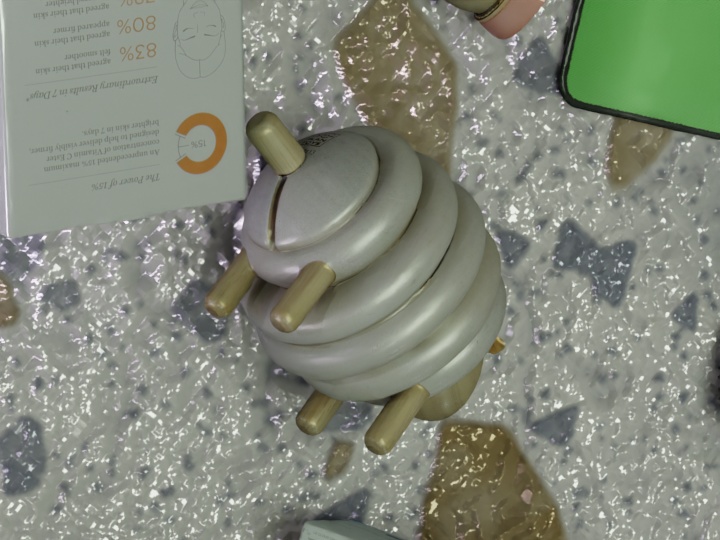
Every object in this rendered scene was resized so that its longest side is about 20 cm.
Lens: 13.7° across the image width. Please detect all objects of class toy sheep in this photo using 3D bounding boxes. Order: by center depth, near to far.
[{"bbox_3d":[0.000,0.000,1.455,0.138,0.138,0.200,-42,129,-11],"label":"toy sheep"}]

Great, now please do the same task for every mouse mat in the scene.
[{"bbox_3d":[0.205,-0.147,1.581,0.199,0.008,0.161,11,96,-25],"label":"mouse mat"}]

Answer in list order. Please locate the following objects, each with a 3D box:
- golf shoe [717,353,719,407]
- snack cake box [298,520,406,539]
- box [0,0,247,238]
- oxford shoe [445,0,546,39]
[{"bbox_3d":[0.269,0.013,1.590,0.078,0.094,0.200,39,87,-27],"label":"golf shoe"},{"bbox_3d":[0.004,0.237,1.501,0.067,0.115,0.201,11,97,-67],"label":"snack cake box"},{"bbox_3d":[-0.128,-0.129,1.373,0.124,0.097,0.201,-10,110,-29],"label":"box"},{"bbox_3d":[0.094,-0.217,1.488,0.074,0.071,0.200,30,84,-16],"label":"oxford shoe"}]
